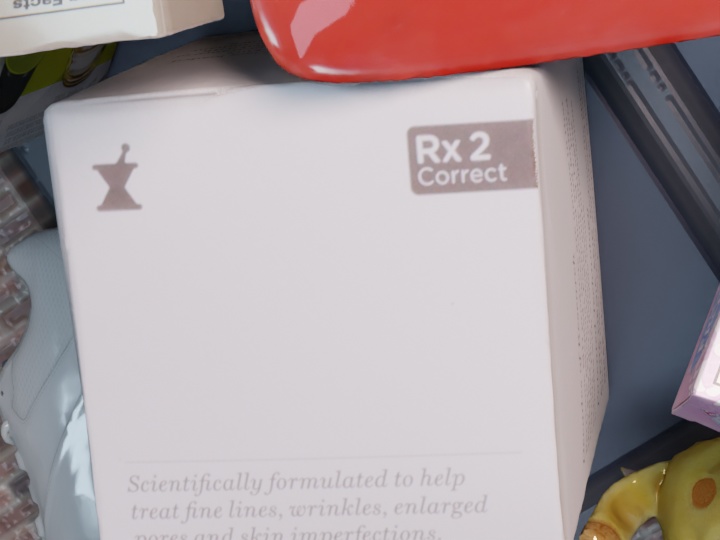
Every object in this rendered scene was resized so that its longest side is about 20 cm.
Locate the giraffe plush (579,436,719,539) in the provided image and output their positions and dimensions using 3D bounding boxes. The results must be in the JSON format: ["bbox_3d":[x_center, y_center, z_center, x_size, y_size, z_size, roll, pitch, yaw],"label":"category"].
[{"bbox_3d":[0.195,0.070,0.751,0.200,0.172,0.163,41,117,33],"label":"giraffe plush"}]

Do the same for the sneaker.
[{"bbox_3d":[-0.110,0.074,0.866,0.086,0.074,0.202,7,98,22],"label":"sneaker"}]

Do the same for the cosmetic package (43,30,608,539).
[{"bbox_3d":[0.000,0.000,0.750,0.163,0.200,0.166,-3,102,12],"label":"cosmetic package"}]

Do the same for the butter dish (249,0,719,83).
[{"bbox_3d":[0.042,-0.160,0.687,0.198,0.148,0.201,-9,87,-10],"label":"butter dish"}]

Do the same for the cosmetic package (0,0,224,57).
[{"bbox_3d":[-0.108,-0.163,0.592,0.103,0.073,0.202,-5,101,12],"label":"cosmetic package"}]

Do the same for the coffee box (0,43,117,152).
[{"bbox_3d":[-0.182,-0.172,0.745,0.199,0.200,0.199,25,106,5],"label":"coffee box"}]

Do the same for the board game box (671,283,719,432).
[{"bbox_3d":[0.230,-0.008,0.674,0.198,0.043,0.201,22,77,5],"label":"board game box"}]
